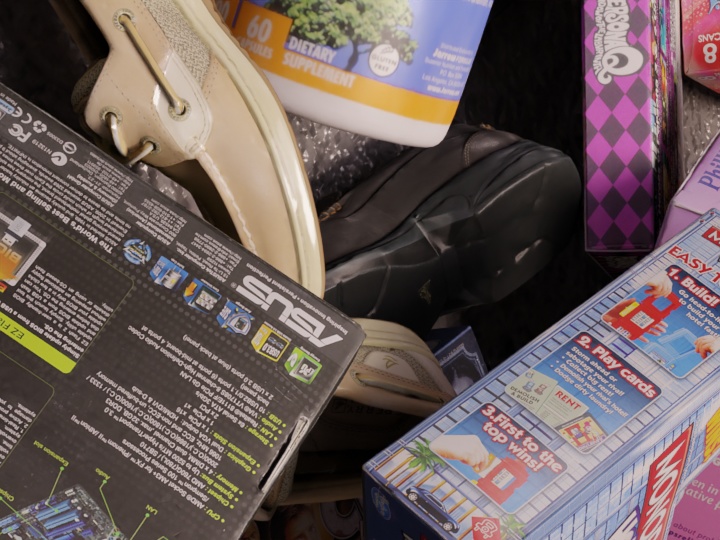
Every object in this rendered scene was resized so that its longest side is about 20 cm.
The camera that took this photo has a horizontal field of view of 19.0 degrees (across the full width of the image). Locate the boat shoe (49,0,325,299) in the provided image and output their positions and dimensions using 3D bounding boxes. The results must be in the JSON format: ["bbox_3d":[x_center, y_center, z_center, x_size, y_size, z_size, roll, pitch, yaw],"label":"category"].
[{"bbox_3d":[-0.076,-0.068,0.788,0.065,0.072,0.201,-27,95,-18],"label":"boat shoe"}]

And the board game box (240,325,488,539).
[{"bbox_3d":[0.002,0.128,0.915,0.200,0.035,0.136,-36,110,-43],"label":"board game box"}]

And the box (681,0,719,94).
[{"bbox_3d":[0.251,-0.133,1.133,0.200,0.102,0.095,14,74,-59],"label":"box"}]

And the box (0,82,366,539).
[{"bbox_3d":[-0.125,0.041,0.717,0.200,0.048,0.193,33,57,-1],"label":"box"}]

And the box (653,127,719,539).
[{"bbox_3d":[0.183,0.030,0.980,0.176,0.096,0.201,-47,155,-53],"label":"box"}]

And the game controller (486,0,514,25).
[{"bbox_3d":[0.031,-0.156,0.987,0.104,0.042,0.200,54,49,-8],"label":"game controller"}]

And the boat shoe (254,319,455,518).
[{"bbox_3d":[-0.046,0.058,0.807,0.199,0.065,0.072,1,118,-32],"label":"boat shoe"}]

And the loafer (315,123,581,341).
[{"bbox_3d":[0.000,0.000,0.910,0.200,0.072,0.073,-29,133,-28],"label":"loafer"}]

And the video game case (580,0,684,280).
[{"bbox_3d":[0.130,-0.096,1.017,0.181,0.036,0.201,27,62,-76],"label":"video game case"}]

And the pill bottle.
[{"bbox_3d":[0.011,-0.159,0.851,0.112,0.112,0.201,8,104,-45],"label":"pill bottle"}]

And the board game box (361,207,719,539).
[{"bbox_3d":[0.090,0.079,0.831,0.200,0.062,0.200,-40,154,-22],"label":"board game box"}]
